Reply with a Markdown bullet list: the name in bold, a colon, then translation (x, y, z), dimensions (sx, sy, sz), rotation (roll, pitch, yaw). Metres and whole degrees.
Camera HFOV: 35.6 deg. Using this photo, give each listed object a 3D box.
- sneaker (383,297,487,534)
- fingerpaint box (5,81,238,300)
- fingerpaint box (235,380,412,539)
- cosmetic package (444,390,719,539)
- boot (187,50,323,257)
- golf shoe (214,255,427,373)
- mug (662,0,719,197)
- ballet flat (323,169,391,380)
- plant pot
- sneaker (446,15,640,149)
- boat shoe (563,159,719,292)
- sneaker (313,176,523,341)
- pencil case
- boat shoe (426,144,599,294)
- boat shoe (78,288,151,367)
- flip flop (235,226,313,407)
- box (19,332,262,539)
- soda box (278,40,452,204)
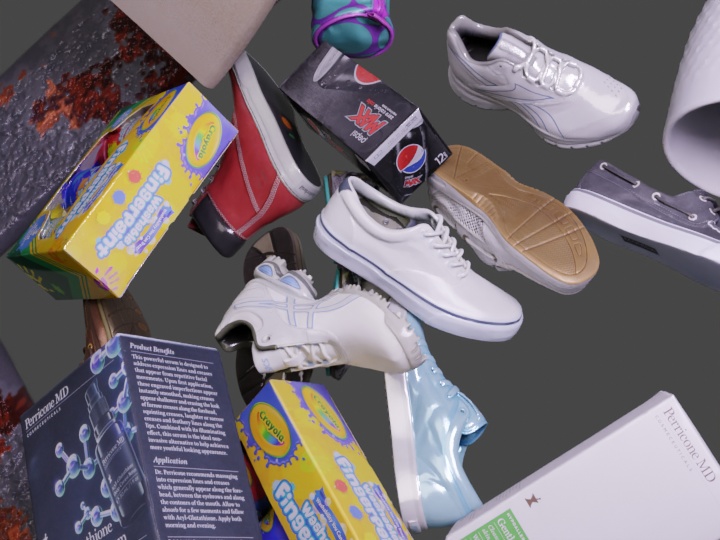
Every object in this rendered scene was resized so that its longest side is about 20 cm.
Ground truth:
- **sneaker**: translation (0.064, 0.116, 0.944), dimensions (0.081, 0.074, 0.203), rotation (-7, 70, 4)
- **fingerpaint box**: translation (-0.230, -0.073, 1.071), dimensions (0.166, 0.073, 0.201), rotation (-2, 50, 56)
- **fingerpaint box**: translation (-0.055, 0.219, 0.900), dimensions (0.167, 0.073, 0.201), rotation (-48, 56, 23)
- **cosmetic package**: translation (0.175, 0.187, 0.839), dimensions (0.199, 0.085, 0.108), rotation (-35, 80, 7)
- **boot**: translation (-0.130, -0.115, 1.120), dimensions (0.144, 0.072, 0.202), rotation (-35, 53, 19)
- **golf shoe**: translation (-0.037, 0.059, 0.906), dimensions (0.199, 0.079, 0.097), rotation (15, 50, 45)
- **mug**: translation (0.357, -0.156, 0.904), dimensions (0.198, 0.148, 0.177), rotation (21, 67, -3)
- **ballet flat**: translation (0.000, 0.000, 1.018), dimensions (0.071, 0.072, 0.203), rotation (-9, 66, 18)
- **plant pot**: translation (-0.133, -0.339, 1.069), dimensions (0.176, 0.199, 0.201), rotation (-33, 25, 37)
- **sneaker**: translation (0.156, -0.171, 1.012), dimensions (0.198, 0.087, 0.075), rotation (22, 76, 27)
- **boat shoe**: translation (0.265, -0.039, 0.927), dimensions (0.199, 0.070, 0.067), rotation (27, 81, 37)
- **sneaker**: translation (0.055, -0.009, 0.951), dimensions (0.198, 0.071, 0.073), rotation (28, 35, 0)
- **pencil case**: translation (-0.005, -0.316, 1.140), dimensions (0.092, 0.084, 0.203), rotation (-21, 59, 43)
- **boat shoe**: translation (0.129, -0.034, 0.979), dimensions (0.070, 0.070, 0.200), rotation (-23, 47, -25)
- **boat shoe**: translation (-0.239, 0.086, 1.072), dimensions (0.067, 0.072, 0.202), rotation (-31, 57, 13)
- **flip flop**: translation (-0.071, 0.048, 1.034), dimensions (0.080, 0.058, 0.202), rotation (-23, 47, 17)
- **box**: translation (-0.173, 0.176, 0.882), dimensions (0.148, 0.106, 0.202), rotation (-37, 57, 31)
- **soda box**: translation (0.000, -0.141, 1.039), dimensions (0.071, 0.063, 0.200), rotation (-44, 39, -1)
